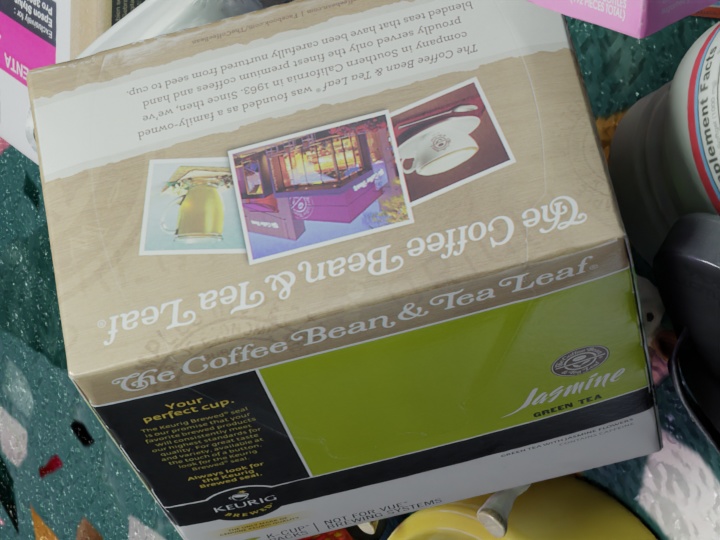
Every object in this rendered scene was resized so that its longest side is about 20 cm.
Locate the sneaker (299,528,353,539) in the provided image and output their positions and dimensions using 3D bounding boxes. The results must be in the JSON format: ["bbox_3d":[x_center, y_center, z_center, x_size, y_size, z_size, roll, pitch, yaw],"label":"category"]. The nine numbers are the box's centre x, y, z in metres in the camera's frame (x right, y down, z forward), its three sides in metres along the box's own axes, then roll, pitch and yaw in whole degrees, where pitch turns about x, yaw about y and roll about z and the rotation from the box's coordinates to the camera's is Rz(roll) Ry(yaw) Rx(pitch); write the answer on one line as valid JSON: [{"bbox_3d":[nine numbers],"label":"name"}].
[{"bbox_3d":[-0.017,0.183,1.208,0.077,0.073,0.200,4,133,43],"label":"sneaker"}]

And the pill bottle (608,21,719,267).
[{"bbox_3d":[0.180,-0.055,0.838,0.200,0.109,0.109,-26,82,56],"label":"pill bottle"}]

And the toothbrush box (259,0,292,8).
[{"bbox_3d":[-0.066,-0.211,1.140,0.200,0.085,0.147,49,138,32],"label":"toothbrush box"}]

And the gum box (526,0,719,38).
[{"bbox_3d":[0.130,-0.166,0.789,0.066,0.200,0.114,24,126,34],"label":"gum box"}]

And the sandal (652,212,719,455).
[{"bbox_3d":[0.145,0.044,0.893,0.076,0.043,0.200,21,161,32],"label":"sandal"}]

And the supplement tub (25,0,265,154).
[{"bbox_3d":[-0.047,-0.030,1.071,0.200,0.123,0.122,50,149,-16],"label":"supplement tub"}]

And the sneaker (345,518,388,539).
[{"bbox_3d":[-0.011,0.045,1.185,0.087,0.074,0.201,-10,94,51],"label":"sneaker"}]

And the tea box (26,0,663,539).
[{"bbox_3d":[0.000,0.000,0.899,0.197,0.199,0.134,70,-173,-63],"label":"tea box"}]

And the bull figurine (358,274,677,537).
[{"bbox_3d":[0.062,0.060,1.063,0.065,0.121,0.200,49,155,-11],"label":"bull figurine"}]

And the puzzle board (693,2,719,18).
[{"bbox_3d":[0.063,-0.173,0.957,0.200,0.017,0.151,11,133,39],"label":"puzzle board"}]

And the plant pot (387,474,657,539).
[{"bbox_3d":[0.038,0.213,1.080,0.201,0.188,0.201,25,123,47],"label":"plant pot"}]

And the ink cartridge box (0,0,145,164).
[{"bbox_3d":[-0.171,-0.152,1.325,0.200,0.075,0.165,33,128,43],"label":"ink cartridge box"}]
